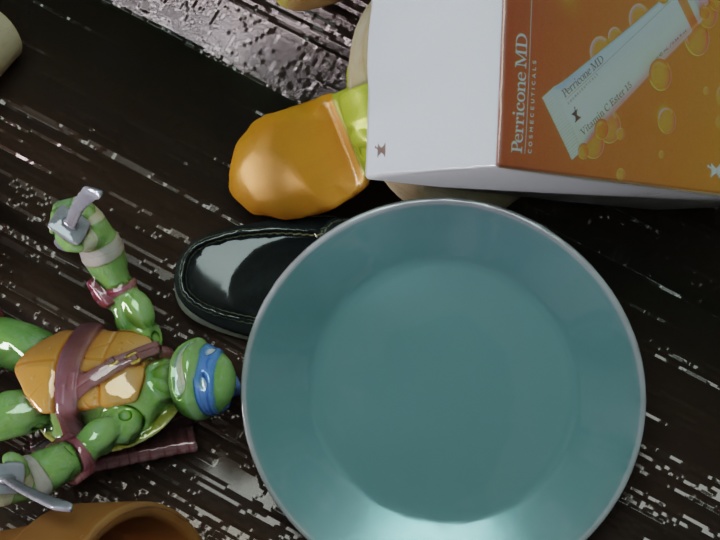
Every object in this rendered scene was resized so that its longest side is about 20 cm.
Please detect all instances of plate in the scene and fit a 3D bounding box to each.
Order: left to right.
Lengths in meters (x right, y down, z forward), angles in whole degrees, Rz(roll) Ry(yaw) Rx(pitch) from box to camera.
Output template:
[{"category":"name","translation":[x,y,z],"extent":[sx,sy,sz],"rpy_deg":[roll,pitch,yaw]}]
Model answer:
[{"category":"plate","translation":[0.040,0.061,1.210],"extent":[0.198,0.026,0.202],"rpy_deg":[1,104,5]}]

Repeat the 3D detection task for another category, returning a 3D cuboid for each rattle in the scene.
[{"category":"rattle","translation":[0.043,-0.103,1.274],"extent":[0.130,0.143,0.201],"rpy_deg":[37,57,-8]}]

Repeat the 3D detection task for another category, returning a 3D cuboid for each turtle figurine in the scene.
[{"category":"turtle figurine","translation":[-0.171,0.038,1.197],"extent":[0.193,0.200,0.145],"rpy_deg":[-6,92,26]}]

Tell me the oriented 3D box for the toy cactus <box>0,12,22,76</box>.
[{"category":"toy cactus","translation":[-0.251,-0.088,1.290],"extent":[0.199,0.103,0.165],"rpy_deg":[23,53,39]}]

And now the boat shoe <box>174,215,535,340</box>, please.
[{"category":"boat shoe","translation":[0.000,0.000,1.249],"extent":[0.198,0.068,0.072],"rpy_deg":[3,74,9]}]

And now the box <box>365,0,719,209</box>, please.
[{"category":"box","translation":[0.109,-0.099,1.181],"extent":[0.097,0.199,0.126],"rpy_deg":[-1,86,51]}]

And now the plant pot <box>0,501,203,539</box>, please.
[{"category":"plant pot","translation":[-0.163,0.205,1.145],"extent":[0.139,0.200,0.202],"rpy_deg":[1,71,23]}]

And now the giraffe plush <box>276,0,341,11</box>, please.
[{"category":"giraffe plush","translation":[-0.034,-0.249,1.195],"extent":[0.199,0.162,0.173],"rpy_deg":[34,79,17]}]
